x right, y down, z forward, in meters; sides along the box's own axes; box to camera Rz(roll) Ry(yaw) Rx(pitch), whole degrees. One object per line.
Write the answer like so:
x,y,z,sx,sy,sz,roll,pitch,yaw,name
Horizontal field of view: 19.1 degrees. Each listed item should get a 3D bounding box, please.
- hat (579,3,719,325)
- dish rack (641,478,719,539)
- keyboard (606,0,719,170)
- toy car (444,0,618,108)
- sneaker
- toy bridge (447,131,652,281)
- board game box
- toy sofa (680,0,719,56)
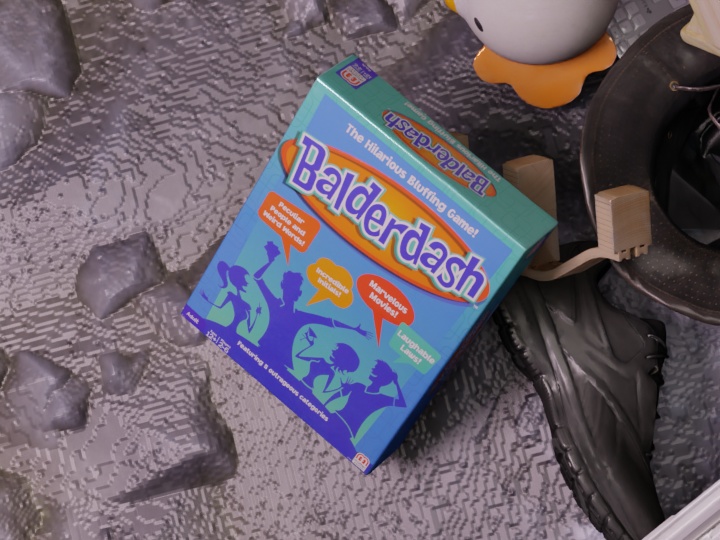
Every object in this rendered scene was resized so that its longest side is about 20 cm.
0.216,-0.060,1.243,0.201,0.081,0.201,1,80,-4,hat
0.267,0.177,1.208,0.200,0.044,0.172,-39,99,0,dish rack
0.193,-0.120,1.296,0.056,0.011,0.200,-28,81,2,keyboard
0.082,-0.190,1.250,0.177,0.184,0.200,-6,102,6,toy car
0.146,0.073,1.248,0.091,0.076,0.200,-22,83,-3,sneaker
0.097,-0.031,1.224,0.027,0.200,0.067,-16,110,-27,toy bridge
0.000,0.000,1.229,0.152,0.045,0.200,40,127,10,board game box
0.196,-0.204,1.133,0.083,0.098,0.200,-40,125,-12,toy sofa
